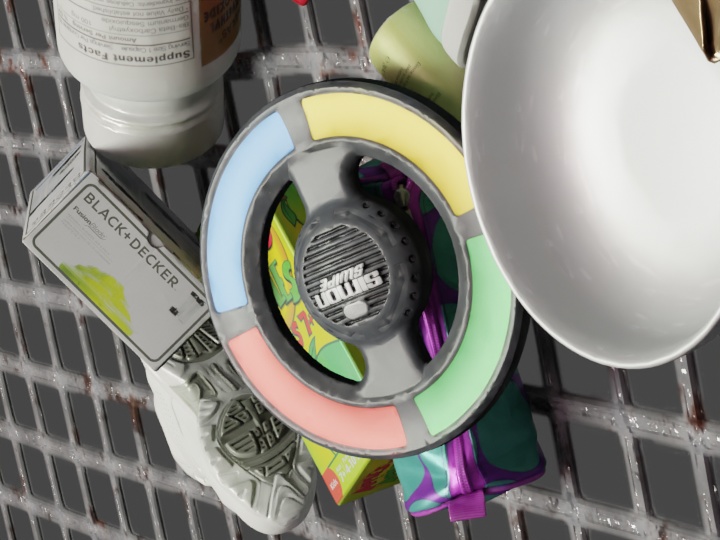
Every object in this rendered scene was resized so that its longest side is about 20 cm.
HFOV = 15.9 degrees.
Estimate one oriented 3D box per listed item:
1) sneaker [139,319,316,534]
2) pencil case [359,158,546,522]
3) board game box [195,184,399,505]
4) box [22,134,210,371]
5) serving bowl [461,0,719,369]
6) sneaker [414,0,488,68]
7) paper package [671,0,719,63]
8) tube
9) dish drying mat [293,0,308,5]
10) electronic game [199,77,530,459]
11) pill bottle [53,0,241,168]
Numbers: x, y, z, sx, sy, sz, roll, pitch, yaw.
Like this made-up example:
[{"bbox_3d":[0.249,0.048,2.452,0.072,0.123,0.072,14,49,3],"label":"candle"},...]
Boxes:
[{"bbox_3d":[-0.082,0.113,1.688,0.200,0.078,0.100,-125,25,-45],"label":"sneaker"},{"bbox_3d":[0.039,0.030,1.401,0.092,0.085,0.201,-69,-36,-82],"label":"pencil case"},{"bbox_3d":[-0.025,0.028,1.553,0.201,0.047,0.102,61,150,20],"label":"board game box"},{"bbox_3d":[-0.149,-0.016,1.606,0.117,0.060,0.200,45,-178,-12],"label":"box"},{"bbox_3d":[0.132,-0.058,1.199,0.200,0.066,0.201,22,118,49],"label":"serving bowl"},{"bbox_3d":[0.045,-0.203,1.267,0.118,0.074,0.201,49,147,23],"label":"sneaker"},{"bbox_3d":[0.173,-0.192,0.924,0.191,0.199,0.104,62,149,19],"label":"paper package"},{"bbox_3d":[0.078,-0.056,1.327,0.052,0.058,0.200,-47,64,20],"label":"tube"},{"bbox_3d":[-0.016,-0.228,1.427,0.077,0.018,0.200,64,150,16],"label":"dish drying mat"},{"bbox_3d":[0.000,0.000,1.343,0.199,0.042,0.201,7,105,30],"label":"electronic game"},{"bbox_3d":[-0.128,-0.165,1.551,0.114,0.114,0.201,46,149,39],"label":"pill bottle"}]
